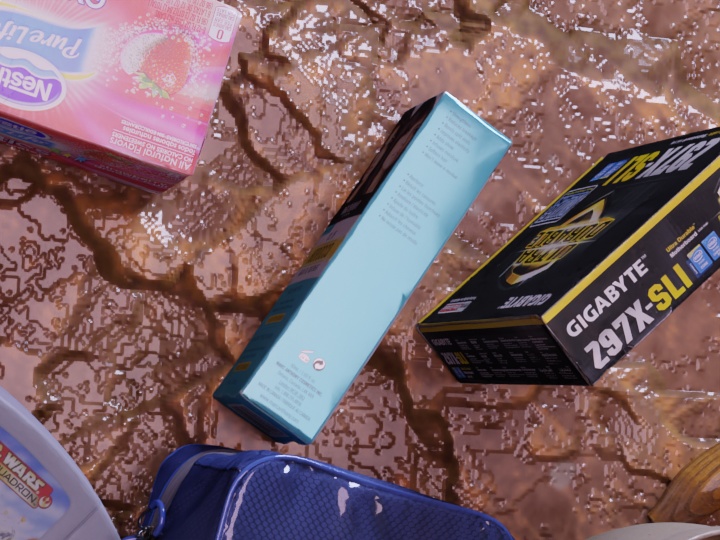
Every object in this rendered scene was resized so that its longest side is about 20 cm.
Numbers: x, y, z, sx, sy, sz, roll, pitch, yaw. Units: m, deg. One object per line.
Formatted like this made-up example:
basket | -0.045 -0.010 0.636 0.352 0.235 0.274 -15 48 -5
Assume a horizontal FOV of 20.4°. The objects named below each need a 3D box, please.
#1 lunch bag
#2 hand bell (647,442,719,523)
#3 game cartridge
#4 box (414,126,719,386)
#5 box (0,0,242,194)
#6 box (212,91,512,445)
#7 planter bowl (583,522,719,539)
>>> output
lunch bag | -0.034 0.170 1.051 0.199 0.132 0.136 21 79 -22
hand bell | 0.250 0.087 1.173 0.200 0.104 0.104 -38 96 -1
game cartridge | -0.216 0.120 1.017 0.133 0.042 0.200 -43 118 -1
box | 0.128 -0.006 1.073 0.160 0.200 0.049 -39 98 -14
box | -0.175 -0.118 1.048 0.199 0.103 0.095 19 82 -14
box | 0.000 0.000 1.098 0.049 0.082 0.200 36 78 -10
planter bowl | 0.142 0.226 1.080 0.200 0.135 0.201 -4 97 -35
